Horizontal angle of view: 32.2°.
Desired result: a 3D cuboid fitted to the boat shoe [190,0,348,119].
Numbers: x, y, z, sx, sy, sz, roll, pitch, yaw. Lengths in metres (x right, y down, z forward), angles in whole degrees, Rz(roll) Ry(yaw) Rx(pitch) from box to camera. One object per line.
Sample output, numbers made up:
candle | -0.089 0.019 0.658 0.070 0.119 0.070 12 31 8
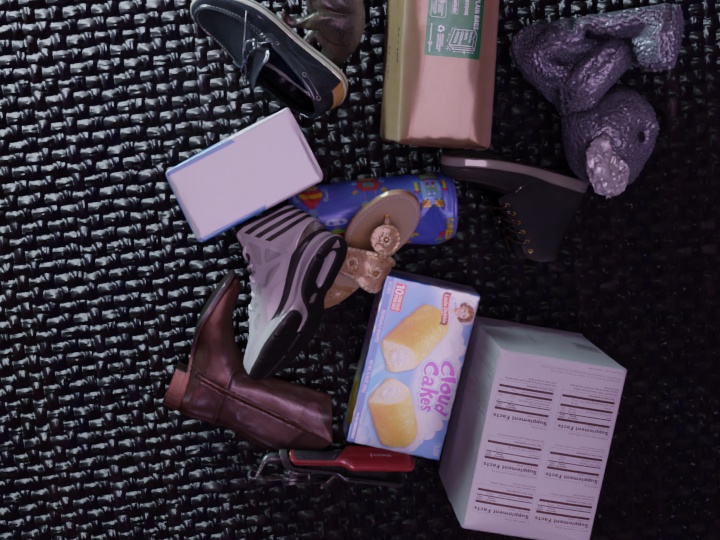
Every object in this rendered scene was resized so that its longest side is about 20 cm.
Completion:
boat shoe | -0.107 -0.235 1.363 0.200 0.075 0.062 36 54 1

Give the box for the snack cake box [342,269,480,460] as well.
snack cake box | 0.058 0.107 1.448 0.114 0.067 0.201 12 98 -6

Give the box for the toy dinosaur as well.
toy dinosaur | -0.035 -0.288 1.375 0.102 0.077 0.201 -1 95 9

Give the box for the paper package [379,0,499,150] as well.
paper package | 0.083 -0.232 1.336 0.103 0.191 0.201 3 97 -6

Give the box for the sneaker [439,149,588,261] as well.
sneaker | 0.167 -0.070 1.400 0.199 0.075 0.107 10 100 -31

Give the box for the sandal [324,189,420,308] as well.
sandal | 0.005 0.001 1.369 0.077 0.070 0.212 13 141 -31

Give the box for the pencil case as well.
pencil case | 0.012 -0.060 1.412 0.199 0.078 0.087 -8 114 -4

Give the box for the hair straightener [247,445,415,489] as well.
hair straightener | -0.039 0.240 1.454 0.199 0.041 0.077 0 138 -23

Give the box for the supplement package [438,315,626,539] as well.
supplement package | 0.188 0.175 1.407 0.146 0.191 0.201 10 98 -6

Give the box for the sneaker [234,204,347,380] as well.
sneaker | -0.097 0.016 1.373 0.115 0.075 0.201 41 117 28

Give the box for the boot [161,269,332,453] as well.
boot | -0.105 0.117 1.437 0.199 0.064 0.187 24 105 -7

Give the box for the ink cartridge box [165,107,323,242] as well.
ink cartridge box | -0.122 -0.105 1.334 0.144 0.200 0.085 -28 96 -1

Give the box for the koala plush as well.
koala plush | 0.266 -0.182 1.380 0.183 0.177 0.201 -7 100 8
